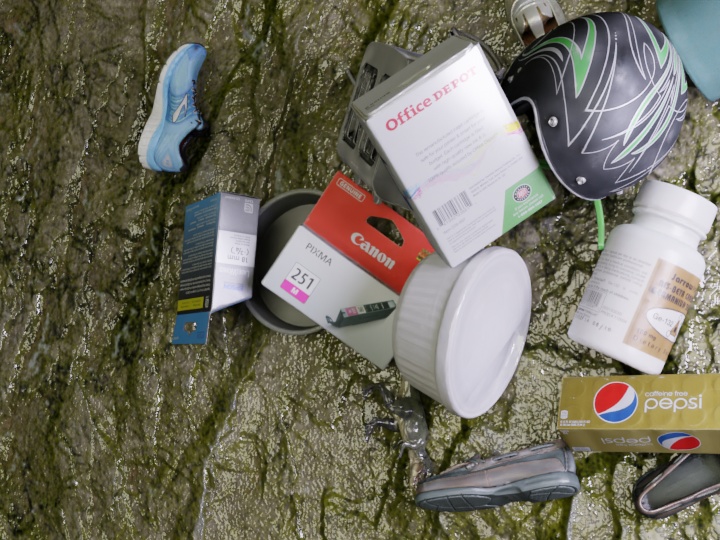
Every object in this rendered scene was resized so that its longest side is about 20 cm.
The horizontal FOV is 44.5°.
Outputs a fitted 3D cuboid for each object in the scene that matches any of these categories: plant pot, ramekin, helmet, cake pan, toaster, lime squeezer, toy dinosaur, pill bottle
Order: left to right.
[{"bbox_3d":[-0.079,-0.011,1.222,0.197,0.037,0.204,-3,82,22],"label":"cake pan"},{"bbox_3d":[0.047,0.180,1.133,0.086,0.047,0.204,-3,87,4],"label":"toy dinosaur"},{"bbox_3d":[0.063,-0.181,1.082,0.181,0.117,0.203,-127,52,-62],"label":"toaster"},{"bbox_3d":[0.118,0.065,1.049,0.093,0.201,0.206,15,88,35],"label":"ramekin"},{"bbox_3d":[0.261,-0.105,1.071,0.070,0.038,0.201,-17,45,-18],"label":"lime squeezer"},{"bbox_3d":[0.263,-0.183,0.974,0.202,0.198,0.191,-59,27,5],"label":"helmet"},{"bbox_3d":[0.327,0.007,1.006,0.113,0.114,0.203,24,92,24],"label":"pill bottle"},{"bbox_3d":[0.441,-0.291,0.970,0.187,0.199,0.203,-30,71,32],"label":"plant pot"}]

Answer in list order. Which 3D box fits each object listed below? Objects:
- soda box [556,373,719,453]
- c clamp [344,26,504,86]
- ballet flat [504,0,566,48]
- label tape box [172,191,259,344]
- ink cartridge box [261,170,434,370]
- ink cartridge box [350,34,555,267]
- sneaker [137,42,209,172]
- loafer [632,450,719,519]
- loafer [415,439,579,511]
[{"bbox_3d":[0.324,0.159,0.976,0.197,0.064,0.069,-5,53,29],"label":"soda box"},{"bbox_3d":[0.089,-0.256,1.192,0.198,0.027,0.173,-30,72,17],"label":"c clamp"},{"bbox_3d":[0.235,-0.296,1.117,0.067,0.062,0.203,-27,73,17],"label":"ballet flat"},{"bbox_3d":[-0.202,0.004,1.221,0.144,0.062,0.204,-8,76,60],"label":"label tape box"},{"bbox_3d":[0.000,0.000,1.141,0.199,0.044,0.175,35,97,-4],"label":"ink cartridge box"},{"bbox_3d":[0.101,-0.132,0.968,0.144,0.088,0.201,-33,115,1],"label":"ink cartridge box"},{"bbox_3d":[-0.263,-0.241,1.327,0.089,0.078,0.203,17,93,5],"label":"sneaker"},{"bbox_3d":[0.391,0.217,0.976,0.199,0.063,0.072,-39,71,13],"label":"loafer"},{"bbox_3d":[0.163,0.250,1.068,0.197,0.072,0.064,-10,57,15],"label":"loafer"}]
